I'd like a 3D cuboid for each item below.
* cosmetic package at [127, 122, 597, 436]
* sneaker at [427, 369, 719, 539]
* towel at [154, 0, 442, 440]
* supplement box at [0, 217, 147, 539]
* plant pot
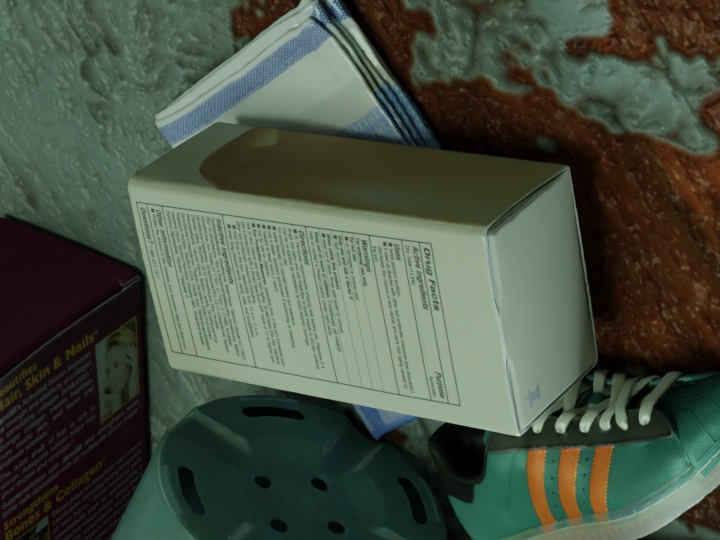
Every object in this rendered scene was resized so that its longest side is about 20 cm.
[{"bbox_3d":[0.000,0.000,1.117,0.200,0.071,0.105,10,122,35],"label":"cosmetic package"},{"bbox_3d":[0.102,0.077,1.117,0.080,0.071,0.200,52,138,-6],"label":"sneaker"},{"bbox_3d":[-0.006,-0.021,1.177,0.147,0.024,0.200,-29,97,46],"label":"towel"},{"bbox_3d":[-0.190,0.096,1.325,0.103,0.131,0.200,22,127,28],"label":"supplement box"},{"bbox_3d":[-0.058,0.181,1.241,0.200,0.200,0.196,34,125,18],"label":"plant pot"}]
